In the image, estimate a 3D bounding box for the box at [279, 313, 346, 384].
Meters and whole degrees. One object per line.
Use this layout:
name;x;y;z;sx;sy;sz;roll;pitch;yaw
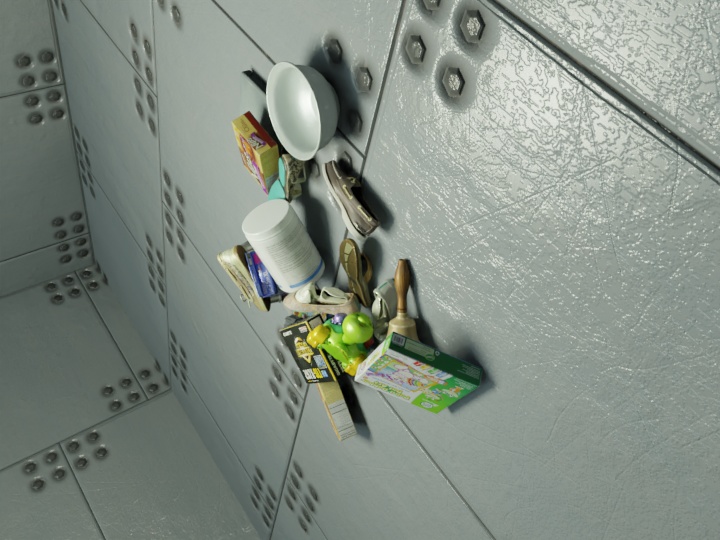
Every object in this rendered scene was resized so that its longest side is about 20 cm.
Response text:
box;-0.117;0.197;1.642;0.160;0.049;0.200;62;153;-3

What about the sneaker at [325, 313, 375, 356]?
sneaker;-0.031;0.145;1.619;0.074;0.082;0.201;82;163;-66

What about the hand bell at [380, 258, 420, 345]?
hand bell;0.089;0.075;1.389;0.104;0.104;0.201;19;113;51

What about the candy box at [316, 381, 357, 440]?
candy box;-0.076;0.349;1.810;0.115;0.055;0.201;-167;56;-78

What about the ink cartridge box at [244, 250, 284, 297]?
ink cartridge box;-0.228;0.005;1.700;0.200;0.042;0.120;-4;-103;-76

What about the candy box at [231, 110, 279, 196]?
candy box;-0.244;-0.278;1.606;0.117;0.056;0.200;51;165;16

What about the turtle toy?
turtle toy;-0.028;0.150;1.472;0.146;0.101;0.200;37;161;-3

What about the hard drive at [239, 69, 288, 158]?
hard drive;-0.227;-0.370;1.601;0.200;0.033;0.140;47;145;29

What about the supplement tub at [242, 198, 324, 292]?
supplement tub;-0.181;-0.056;1.598;0.132;0.132;0.200;26;152;47

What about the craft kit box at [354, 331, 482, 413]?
craft kit box;0.112;0.212;1.349;0.199;0.049;0.198;23;150;-8

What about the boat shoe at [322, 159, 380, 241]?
boat shoe;-0.020;-0.158;1.398;0.059;0.072;0.201;-34;62;19

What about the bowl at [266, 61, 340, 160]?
bowl;-0.105;-0.337;1.376;0.201;0.090;0.202;36;138;41

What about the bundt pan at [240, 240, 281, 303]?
bundt pan;-0.291;0.007;1.872;0.202;0.075;0.203;160;90;-74

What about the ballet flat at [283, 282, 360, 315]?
ballet flat;-0.093;0.062;1.553;0.199;0.068;0.067;6;134;19

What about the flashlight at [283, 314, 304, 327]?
flashlight;-0.118;0.166;1.735;0.199;0.068;0.068;21;109;35

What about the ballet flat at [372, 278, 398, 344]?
ballet flat;0.053;0.112;1.464;0.069;0.069;0.201;31;136;44

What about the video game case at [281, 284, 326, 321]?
video game case;-0.150;0.093;1.815;0.182;0.023;0.200;54;147;20

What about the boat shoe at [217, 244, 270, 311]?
boat shoe;-0.284;0.025;1.661;0.073;0.062;0.201;-88;-23;-57

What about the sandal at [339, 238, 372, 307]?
sandal;0.000;0.000;1.491;0.080;0.054;0.201;43;157;43

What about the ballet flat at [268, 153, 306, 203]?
ballet flat;-0.166;-0.208;1.578;0.068;0.075;0.200;67;155;21
